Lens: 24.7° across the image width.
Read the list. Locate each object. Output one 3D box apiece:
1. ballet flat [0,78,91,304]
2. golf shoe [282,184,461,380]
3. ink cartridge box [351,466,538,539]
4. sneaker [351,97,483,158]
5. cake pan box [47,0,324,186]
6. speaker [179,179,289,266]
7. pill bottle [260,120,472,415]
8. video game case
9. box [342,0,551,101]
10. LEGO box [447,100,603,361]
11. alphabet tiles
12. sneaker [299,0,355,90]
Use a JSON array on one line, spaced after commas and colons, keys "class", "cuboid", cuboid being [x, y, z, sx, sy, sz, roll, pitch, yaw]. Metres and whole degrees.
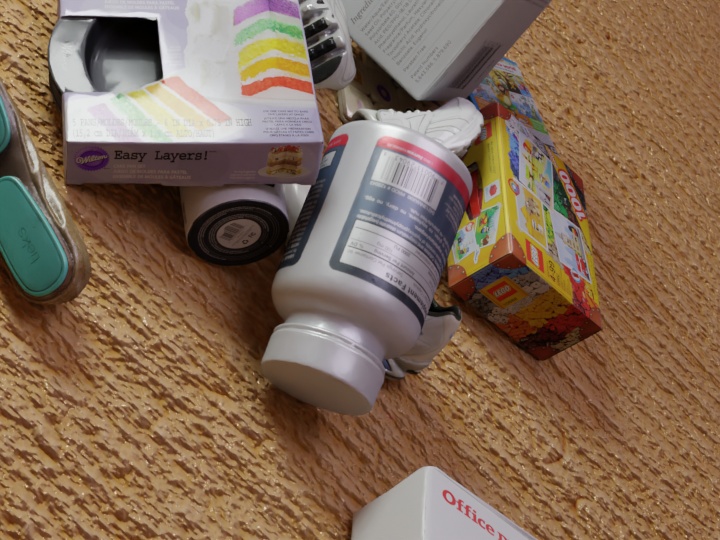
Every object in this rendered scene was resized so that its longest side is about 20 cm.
[{"class": "ballet flat", "cuboid": [-0.236, -0.066, 1.108, 0.201, 0.068, 0.072, 58, 10, 9]}, {"class": "golf shoe", "cuboid": [0.009, -0.012, 1.356, 0.201, 0.097, 0.078, 53, 31, 4]}, {"class": "ink cartridge box", "cuboid": [0.066, 0.259, 1.155, 0.144, 0.084, 0.201, 38, 33, -24]}, {"class": "sneaker", "cuboid": [0.042, -0.122, 1.518, 0.099, 0.078, 0.200, 45, 42, -2]}, {"class": "cake pan box", "cuboid": [-0.137, -0.147, 1.249, 0.198, 0.053, 0.185, 0, 50, -11]}, {"class": "speaker", "cuboid": [-0.110, -0.105, 1.304, 0.081, 0.081, 0.201, 25, 40, -39]}, {"class": "pill bottle", "cuboid": [0.000, 0.000, 1.246, 0.119, 0.119, 0.201, 34, 66, -29]}, {"class": "video game case", "cuboid": [0.162, -0.165, 1.820, 0.143, 0.018, 0.201, 14, 48, -48]}, {"class": "box", "cuboid": [0.096, -0.279, 1.611, 0.131, 0.200, 0.199, 43, 14, 8]}, {"class": "LEGO box", "cuboid": [0.152, -0.038, 1.585, 0.149, 0.077, 0.201, 37, 36, -35]}, {"class": "alphabet tiles", "cuboid": [0.050, -0.140, 1.636, 0.199, 0.015, 0.197, 29, 36, -36]}, {"class": "sneaker", "cuboid": [-0.054, -0.251, 1.473, 0.081, 0.075, 0.202, 11, 61, -68]}]
